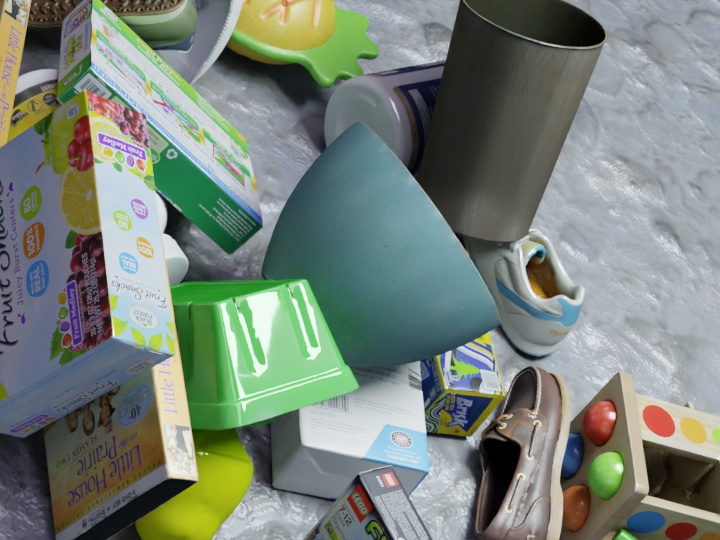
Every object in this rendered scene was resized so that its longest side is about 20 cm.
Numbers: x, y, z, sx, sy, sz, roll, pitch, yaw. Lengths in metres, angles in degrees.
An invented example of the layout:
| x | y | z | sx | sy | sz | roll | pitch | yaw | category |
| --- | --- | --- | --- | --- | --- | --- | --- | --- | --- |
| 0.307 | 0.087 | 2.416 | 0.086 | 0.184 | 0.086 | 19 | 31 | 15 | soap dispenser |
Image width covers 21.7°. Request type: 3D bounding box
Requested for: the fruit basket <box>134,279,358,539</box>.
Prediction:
| x | y | z | sx | sy | sz | roll | pitch | yaw | category |
| --- | --- | --- | --- | --- | --- | --- | --- | --- | --- |
| -0.115 | 0.114 | 1.438 | 0.155 | 0.216 | 0.216 | -15 | 62 | -40 | fruit basket |

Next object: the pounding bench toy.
| x | y | z | sx | sy | sz | roll | pitch | yaw | category |
| --- | --- | --- | --- | --- | --- | --- | --- | --- | --- |
| 0.252 | 0.212 | 1.607 | 0.156 | 0.124 | 0.200 | 16 | 46 | -20 | pounding bench toy |

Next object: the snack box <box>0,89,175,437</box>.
| x | y | z | sx | sy | sz | roll | pitch | yaw | category |
| --- | --- | --- | --- | --- | --- | --- | --- | --- | --- |
| -0.223 | -0.002 | 1.362 | 0.068 | 0.169 | 0.200 | 21 | 51 | -45 | snack box |

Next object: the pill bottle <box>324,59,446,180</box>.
| x | y | z | sx | sy | sz | roll | pitch | yaw | category |
| --- | --- | --- | --- | --- | --- | --- | --- | --- | --- |
| 0.072 | -0.145 | 1.819 | 0.200 | 0.111 | 0.111 | -15 | 62 | -41 | pill bottle |

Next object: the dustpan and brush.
| x | y | z | sx | sy | sz | roll | pitch | yaw | category |
| --- | --- | --- | --- | --- | --- | --- | --- | --- | --- |
| -0.139 | -0.283 | 1.738 | 0.140 | 0.200 | 0.057 | 53 | 12 | 17 | dustpan and brush |

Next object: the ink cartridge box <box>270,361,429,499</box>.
| x | y | z | sx | sy | sz | roll | pitch | yaw | category |
| --- | --- | --- | --- | --- | --- | --- | --- | --- | --- |
| -0.013 | 0.093 | 1.582 | 0.116 | 0.068 | 0.200 | 14 | 47 | -20 | ink cartridge box |

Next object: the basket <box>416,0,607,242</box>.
| x | y | z | sx | sy | sz | roll | pitch | yaw | category |
| --- | --- | --- | --- | --- | --- | --- | --- | --- | --- |
| 0.127 | -0.138 | 1.690 | 0.136 | 0.200 | 0.180 | 17 | 22 | 0 | basket |

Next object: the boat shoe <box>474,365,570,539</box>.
| x | y | z | sx | sy | sz | roll | pitch | yaw | category |
| --- | --- | --- | --- | --- | --- | --- | --- | --- | --- |
| 0.137 | 0.159 | 1.619 | 0.070 | 0.070 | 0.200 | 25 | 43 | -18 | boat shoe |

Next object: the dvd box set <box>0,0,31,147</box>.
| x | y | z | sx | sy | sz | roll | pitch | yaw | category |
| --- | --- | --- | --- | --- | --- | --- | --- | --- | --- |
| -0.333 | -0.128 | 1.518 | 0.029 | 0.146 | 0.200 | 37 | 36 | -34 | dvd box set |

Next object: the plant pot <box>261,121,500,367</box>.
| x | y | z | sx | sy | sz | roll | pitch | yaw | category |
| --- | --- | --- | --- | --- | --- | --- | --- | --- | --- |
| 0.000 | 0.000 | 1.509 | 0.135 | 0.200 | 0.200 | -35 | 72 | -5 | plant pot |

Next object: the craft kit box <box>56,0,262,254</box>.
| x | y | z | sx | sy | sz | roll | pitch | yaw | category |
| --- | --- | --- | --- | --- | --- | --- | --- | --- | --- |
| -0.171 | -0.127 | 1.595 | 0.200 | 0.049 | 0.198 | 43 | 16 | -22 | craft kit box |

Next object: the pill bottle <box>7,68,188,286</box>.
| x | y | z | sx | sy | sz | roll | pitch | yaw | category |
| --- | --- | --- | --- | --- | --- | --- | --- | --- | --- |
| -0.231 | -0.059 | 1.544 | 0.112 | 0.112 | 0.200 | -21 | 67 | -43 | pill bottle |

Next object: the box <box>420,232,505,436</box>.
| x | y | z | sx | sy | sz | roll | pitch | yaw | category |
| --- | --- | --- | --- | --- | --- | --- | --- | --- | --- |
| 0.067 | 0.046 | 1.675 | 0.064 | 0.070 | 0.200 | 9 | 49 | -25 | box |

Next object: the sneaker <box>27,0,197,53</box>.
| x | y | z | sx | sy | sz | roll | pitch | yaw | category |
| --- | --- | --- | --- | --- | --- | --- | --- | --- | --- |
| -0.243 | -0.227 | 1.711 | 0.200 | 0.090 | 0.067 | 2 | 63 | 13 | sneaker |

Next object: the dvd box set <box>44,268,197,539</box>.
| x | y | z | sx | sy | sz | roll | pitch | yaw | category |
| --- | --- | --- | --- | --- | --- | --- | --- | --- | --- |
| -0.186 | 0.089 | 1.388 | 0.029 | 0.146 | 0.200 | 12 | 56 | -40 | dvd box set |

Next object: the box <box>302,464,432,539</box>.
| x | y | z | sx | sy | sz | roll | pitch | yaw | category |
| --- | --- | --- | --- | --- | --- | --- | --- | --- | --- |
| 0.033 | 0.262 | 1.432 | 0.035 | 0.110 | 0.200 | -10 | 58 | -38 | box |

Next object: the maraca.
| x | y | z | sx | sy | sz | roll | pitch | yaw | category |
| --- | --- | --- | --- | --- | --- | --- | --- | --- | --- |
| -0.074 | -0.250 | 1.819 | 0.200 | 0.107 | 0.137 | 32 | 49 | -4 | maraca |

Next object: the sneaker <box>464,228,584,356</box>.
| x | y | z | sx | sy | sz | roll | pitch | yaw | category |
| --- | --- | --- | --- | --- | --- | --- | --- | --- | --- |
| 0.134 | -0.017 | 1.768 | 0.076 | 0.081 | 0.200 | -26 | 67 | -43 | sneaker |
